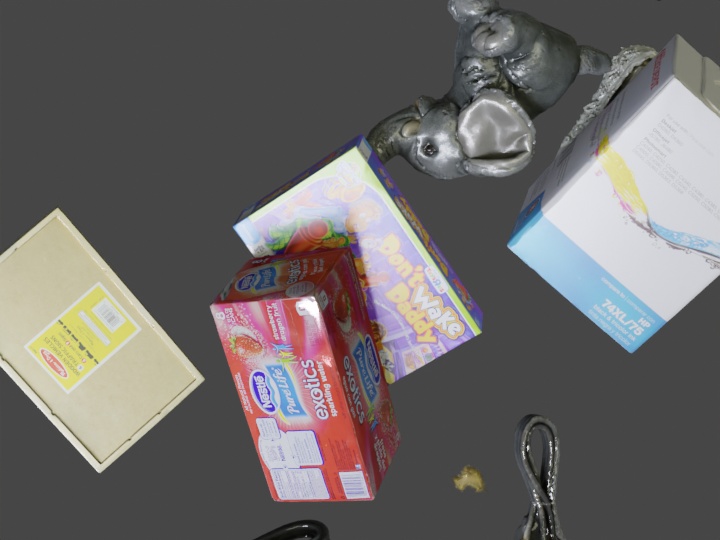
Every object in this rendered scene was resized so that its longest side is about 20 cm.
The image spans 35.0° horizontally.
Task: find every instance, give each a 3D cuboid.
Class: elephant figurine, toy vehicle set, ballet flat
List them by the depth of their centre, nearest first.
[{"bbox_3d":[-0.245,0.061,0.994,0.124,0.026,0.200,-40,105,-8],"label":"toy vehicle set"},{"bbox_3d":[0.100,-0.137,1.029,0.141,0.155,0.201,6,111,-58],"label":"elephant figurine"},{"bbox_3d":[0.234,-0.125,1.084,0.071,0.072,0.201,23,91,-16],"label":"ballet flat"}]

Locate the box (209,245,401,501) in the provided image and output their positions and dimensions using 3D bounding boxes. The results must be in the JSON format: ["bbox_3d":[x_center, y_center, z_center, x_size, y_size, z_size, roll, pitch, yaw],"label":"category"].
[{"bbox_3d":[-0.042,0.091,0.981,0.099,0.096,0.202,-6,114,22],"label":"box"}]

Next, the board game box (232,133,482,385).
[{"bbox_3d":[0.000,0.000,1.017,0.134,0.045,0.201,-31,104,17],"label":"board game box"}]

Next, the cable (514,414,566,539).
[{"bbox_3d":[0.183,0.245,1.112,0.096,0.050,0.202,8,94,-21],"label":"cable"}]

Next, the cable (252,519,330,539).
[{"bbox_3d":[-0.124,0.279,1.039,0.199,0.097,0.051,-18,112,-33],"label":"cable"}]

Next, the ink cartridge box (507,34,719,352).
[{"bbox_3d":[0.252,-0.068,0.978,0.146,0.147,0.200,40,119,-3],"label":"ink cartridge box"}]
